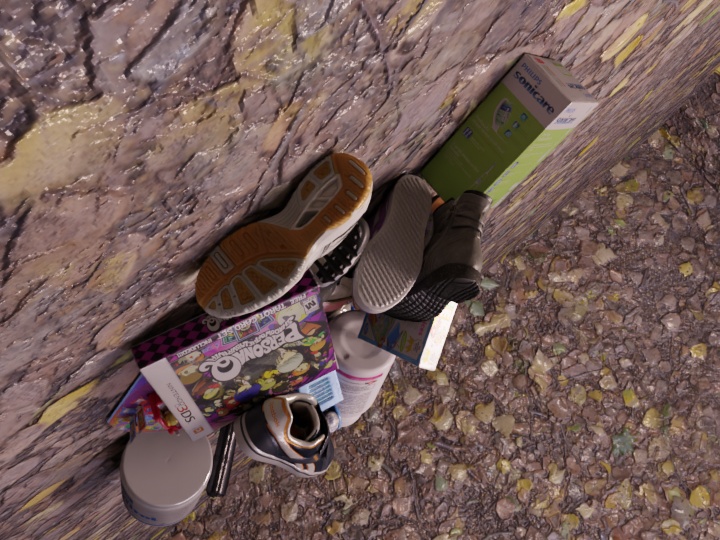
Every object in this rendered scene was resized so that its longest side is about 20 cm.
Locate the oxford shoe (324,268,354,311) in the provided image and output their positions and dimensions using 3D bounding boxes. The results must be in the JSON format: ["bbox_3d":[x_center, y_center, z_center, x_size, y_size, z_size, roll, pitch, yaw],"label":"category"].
[{"bbox_3d":[0.000,0.000,0.929,0.200,0.070,0.075,-27,157,-55],"label":"oxford shoe"}]

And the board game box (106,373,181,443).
[{"bbox_3d":[-0.209,0.165,0.800,0.157,0.039,0.200,9,135,-43],"label":"board game box"}]

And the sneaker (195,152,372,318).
[{"bbox_3d":[-0.064,-0.021,0.618,0.199,0.076,0.088,-39,169,-4],"label":"sneaker"}]

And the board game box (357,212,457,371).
[{"bbox_3d":[0.079,0.020,0.894,0.034,0.134,0.202,20,90,-39],"label":"board game box"}]

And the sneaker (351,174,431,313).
[{"bbox_3d":[0.026,-0.014,0.804,0.114,0.072,0.201,-43,-163,51],"label":"sneaker"}]

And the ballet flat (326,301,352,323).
[{"bbox_3d":[-0.065,0.090,1.063,0.200,0.072,0.072,-41,169,4],"label":"ballet flat"}]

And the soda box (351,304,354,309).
[{"bbox_3d":[-0.040,0.108,1.202,0.063,0.070,0.200,-42,169,21],"label":"soda box"}]

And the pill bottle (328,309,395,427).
[{"bbox_3d":[-0.019,0.163,1.029,0.113,0.113,0.201,-32,156,-34],"label":"pill bottle"}]

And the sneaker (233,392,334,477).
[{"bbox_3d":[-0.069,0.208,0.815,0.079,0.079,0.200,-32,150,12],"label":"sneaker"}]

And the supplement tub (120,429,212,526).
[{"bbox_3d":[-0.301,0.314,0.998,0.131,0.132,0.200,-33,166,-30],"label":"supplement tub"}]

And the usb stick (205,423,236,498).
[{"bbox_3d":[-0.207,0.255,1.023,0.056,0.032,0.202,111,-10,-71],"label":"usb stick"}]

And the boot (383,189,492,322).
[{"bbox_3d":[0.093,-0.015,0.818,0.199,0.067,0.132,-27,-137,53],"label":"boot"}]

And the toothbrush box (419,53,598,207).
[{"bbox_3d":[0.195,-0.172,0.847,0.200,0.086,0.145,-46,166,33],"label":"toothbrush box"}]

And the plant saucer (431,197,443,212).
[{"bbox_3d":[0.103,-0.025,1.069,0.201,0.037,0.200,-58,169,-19],"label":"plant saucer"}]

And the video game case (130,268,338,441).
[{"bbox_3d":[-0.128,0.099,0.726,0.199,0.036,0.182,-25,145,-13],"label":"video game case"}]

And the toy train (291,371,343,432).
[{"bbox_3d":[-0.101,0.188,0.983,0.086,0.115,0.199,-19,-167,-33],"label":"toy train"}]

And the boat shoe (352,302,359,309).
[{"bbox_3d":[0.012,0.038,1.130,0.072,0.065,0.200,-29,158,-12],"label":"boat shoe"}]

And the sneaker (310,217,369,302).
[{"bbox_3d":[-0.050,-0.004,0.772,0.200,0.067,0.090,-46,173,33],"label":"sneaker"}]
